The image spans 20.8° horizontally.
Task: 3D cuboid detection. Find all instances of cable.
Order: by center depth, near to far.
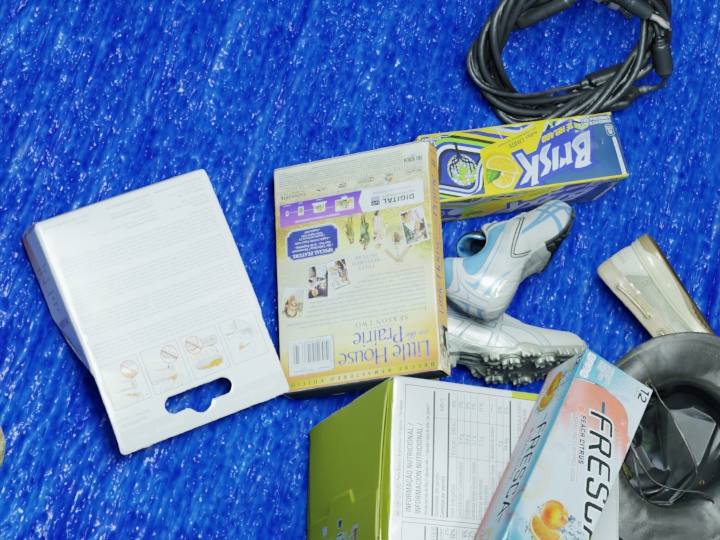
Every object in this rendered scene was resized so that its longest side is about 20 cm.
[{"bbox_3d":[0.193,-0.207,1.773,0.199,0.164,0.051,-10,39,-11],"label":"cable"}]

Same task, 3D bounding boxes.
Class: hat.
[{"bbox_3d":[0.272,0.156,1.713,0.199,0.081,0.202,2,77,-8],"label":"hat"}]

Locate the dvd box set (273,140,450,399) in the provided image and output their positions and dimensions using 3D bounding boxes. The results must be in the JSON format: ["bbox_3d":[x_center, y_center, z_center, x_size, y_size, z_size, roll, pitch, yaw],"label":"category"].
[{"bbox_3d":[0.000,0.000,1.638,0.145,0.029,0.201,-11,71,21],"label":"dvd box set"}]

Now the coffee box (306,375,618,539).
[{"bbox_3d":[0.075,0.211,1.549,0.197,0.200,0.201,8,71,-19],"label":"coffee box"}]

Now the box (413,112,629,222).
[{"bbox_3d":[0.134,-0.090,1.747,0.199,0.070,0.065,-9,76,-24],"label":"box"}]

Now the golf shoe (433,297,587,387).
[{"bbox_3d":[0.104,0.047,1.689,0.199,0.078,0.098,3,65,-21],"label":"golf shoe"}]

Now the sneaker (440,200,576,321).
[{"bbox_3d":[0.129,-0.022,1.694,0.072,0.072,0.200,36,33,10],"label":"sneaker"}]

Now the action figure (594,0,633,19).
[{"bbox_3d":[0.180,-0.299,1.796,0.192,0.200,0.105,11,101,-13],"label":"action figure"}]

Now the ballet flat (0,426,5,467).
[{"bbox_3d":[-0.330,0.073,1.513,0.070,0.071,0.201,-24,82,-26],"label":"ballet flat"}]

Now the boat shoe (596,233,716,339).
[{"bbox_3d":[0.286,0.065,1.762,0.065,0.072,0.201,-33,99,9],"label":"boat shoe"}]

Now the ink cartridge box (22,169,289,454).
[{"bbox_3d":[-0.166,0.034,1.609,0.161,0.050,0.201,-20,88,-26],"label":"ink cartridge box"}]

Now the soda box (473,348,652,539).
[{"bbox_3d":[0.142,0.160,1.440,0.063,0.068,0.201,32,63,-9],"label":"soda box"}]
